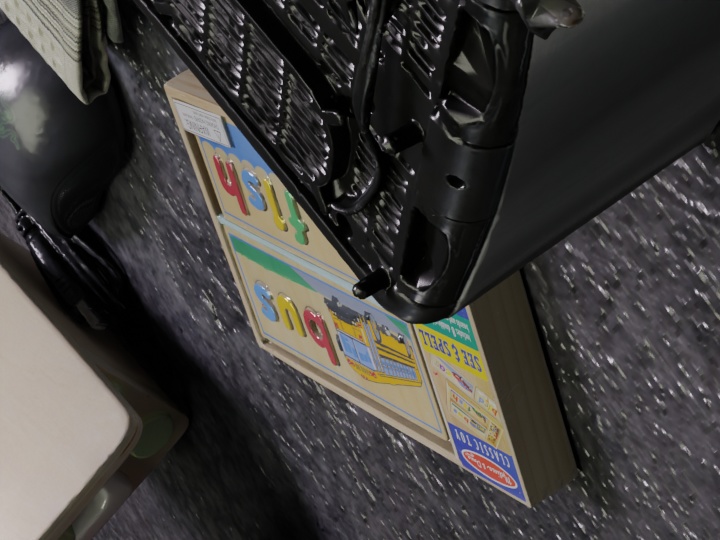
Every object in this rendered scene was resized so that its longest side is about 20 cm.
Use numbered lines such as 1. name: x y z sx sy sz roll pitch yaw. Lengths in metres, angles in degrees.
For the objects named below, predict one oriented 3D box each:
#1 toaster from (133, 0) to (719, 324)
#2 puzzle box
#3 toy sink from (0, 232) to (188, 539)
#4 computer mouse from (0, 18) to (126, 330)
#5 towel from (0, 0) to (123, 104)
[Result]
1. toaster: 0.017 -0.101 0.583 0.200 0.118 0.181 51 157 21
2. puzzle box: 0.000 0.000 0.870 0.200 0.025 0.134 26 141 54
3. toy sink: -0.180 0.083 1.178 0.200 0.131 0.112 42 -177 36
4. computer mouse: -0.161 -0.054 1.109 0.139 0.053 0.200 55 158 13
5. towel: -0.160 -0.194 0.970 0.200 0.034 0.193 49 153 30
